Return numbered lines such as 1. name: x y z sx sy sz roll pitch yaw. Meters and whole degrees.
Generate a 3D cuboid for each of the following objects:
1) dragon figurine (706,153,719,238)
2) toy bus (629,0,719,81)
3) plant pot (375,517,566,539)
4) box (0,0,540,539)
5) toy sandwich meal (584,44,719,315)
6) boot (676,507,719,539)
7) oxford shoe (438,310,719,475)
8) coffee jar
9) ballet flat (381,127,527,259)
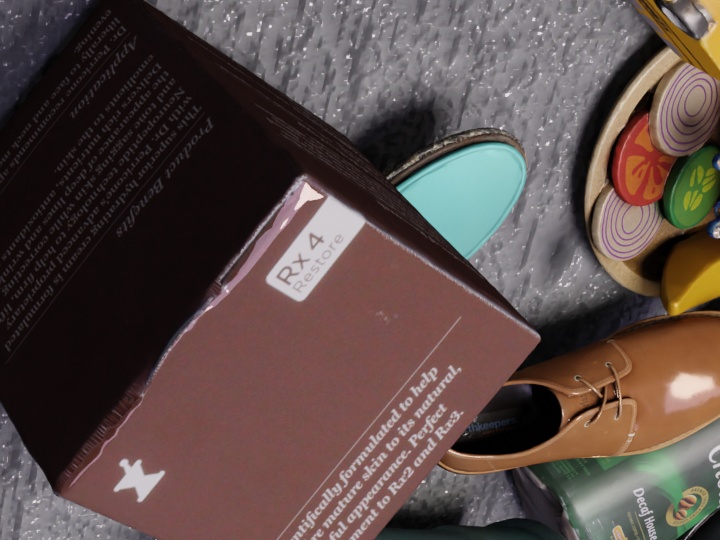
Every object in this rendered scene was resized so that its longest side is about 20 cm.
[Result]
1. dragon figurine: 0.274 -0.051 1.082 0.200 0.099 0.059 -17 121 -33
2. toy bus: 0.141 -0.176 0.988 0.065 0.078 0.200 -47 127 1
3. plant pot: -0.002 0.222 1.109 0.196 0.200 0.200 12 113 -29
4. box: -0.065 0.010 0.910 0.166 0.200 0.164 -50 133 8
5. toy sandwich meal: 0.219 -0.056 1.130 0.205 0.070 0.205 -16 127 -23
6. boot: 0.311 0.187 1.289 0.198 0.162 0.073 -23 128 -17
7. oxford shoe: 0.132 0.072 1.117 0.200 0.071 0.071 -18 85 0
8. coffee jar: 0.192 0.098 1.207 0.200 0.085 0.104 -32 132 -10
9. ballet flat: 0.000 0.000 1.031 0.068 0.075 0.200 38 92 -28
